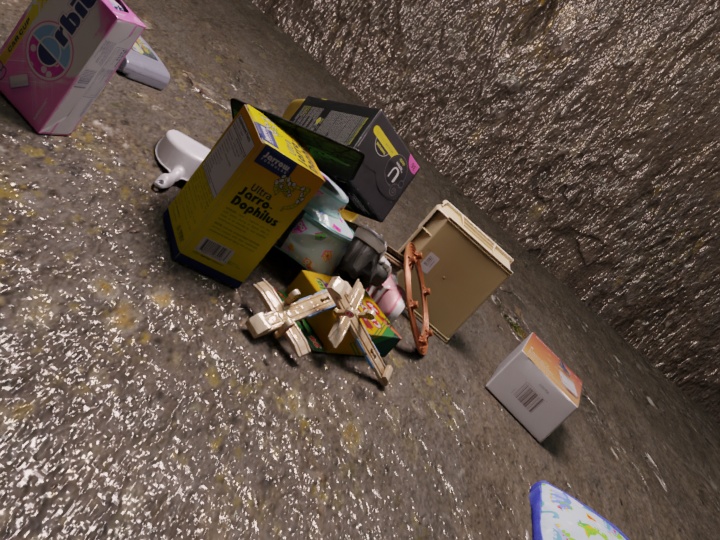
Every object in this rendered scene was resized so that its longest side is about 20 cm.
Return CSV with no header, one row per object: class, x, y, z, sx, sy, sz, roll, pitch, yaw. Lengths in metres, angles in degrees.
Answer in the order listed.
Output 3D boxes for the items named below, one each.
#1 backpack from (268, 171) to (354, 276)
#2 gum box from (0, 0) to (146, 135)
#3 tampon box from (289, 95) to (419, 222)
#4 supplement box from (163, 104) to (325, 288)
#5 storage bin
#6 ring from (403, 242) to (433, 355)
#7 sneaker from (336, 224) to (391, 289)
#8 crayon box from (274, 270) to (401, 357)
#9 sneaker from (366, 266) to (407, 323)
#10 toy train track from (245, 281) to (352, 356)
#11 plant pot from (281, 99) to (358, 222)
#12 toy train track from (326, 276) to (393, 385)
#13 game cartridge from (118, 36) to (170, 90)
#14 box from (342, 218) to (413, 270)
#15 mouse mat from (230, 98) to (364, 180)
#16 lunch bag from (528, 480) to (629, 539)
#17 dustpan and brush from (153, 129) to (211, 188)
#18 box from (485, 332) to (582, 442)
backpack,-0.097,-0.088,1.224,0.200,0.153,0.176,42,6,-11
gum box,-0.379,-0.289,0.993,0.114,0.200,0.066,46,17,8
tampon box,-0.028,-0.196,1.327,0.199,0.127,0.150,23,-18,44
supplement box,-0.159,-0.097,1.028,0.109,0.200,0.109,27,23,-38
storage bin,0.166,0.000,1.522,0.198,0.200,0.094,40,19,-7
ring,0.107,0.049,1.372,0.200,0.019,0.204,-7,90,-76
sneaker,0.000,0.000,1.211,0.066,0.091,0.200,33,-11,13
crayon box,-0.032,0.068,1.172,0.127,0.051,0.199,52,20,26
sneaker,0.018,0.023,1.355,0.104,0.076,0.201,35,16,-17
toy train track,-0.072,0.046,1.043,0.199,0.033,0.115,-20,71,-50
plant pot,-0.081,-0.242,1.585,0.200,0.195,0.195,42,15,29
toy train track,0.009,0.090,1.095,0.201,0.032,0.115,62,39,-34
game cartridge,-0.447,-0.426,1.450,0.200,0.041,0.133,50,14,20
box,-0.010,-0.063,1.444,0.163,0.021,0.199,33,-3,-37
mouse mat,-0.093,-0.184,1.102,0.198,0.008,0.161,23,-9,-4
lunch bag,0.287,0.390,0.990,0.201,0.127,0.170,51,17,-4
dustpan and brush,-0.274,-0.161,1.196,0.139,0.058,0.200,31,12,-2
box,0.355,0.230,1.551,0.152,0.107,0.200,45,18,8
